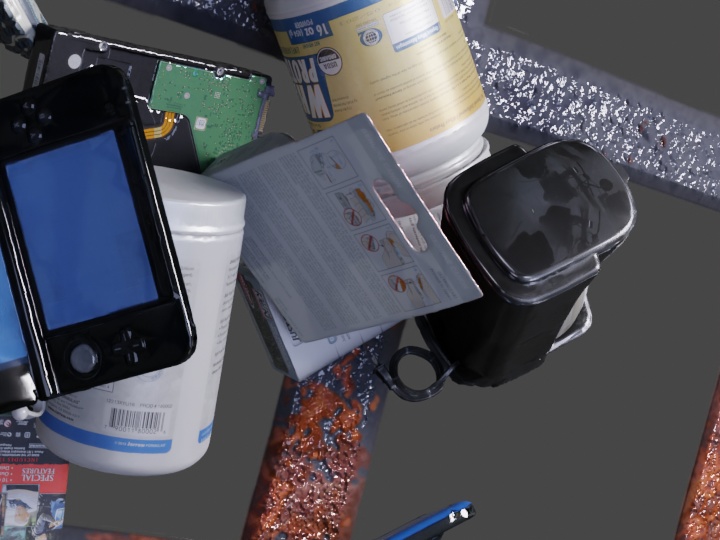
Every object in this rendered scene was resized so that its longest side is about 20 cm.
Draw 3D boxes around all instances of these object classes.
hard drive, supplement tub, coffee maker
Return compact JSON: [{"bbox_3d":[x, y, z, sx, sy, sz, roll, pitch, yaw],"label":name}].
[{"bbox_3d":[-0.166,-0.100,0.998,0.199,0.038,0.141,5,106,-40],"label":"hard drive"},{"bbox_3d":[0.020,-0.157,1.059,0.144,0.144,0.201,-29,110,-21],"label":"supplement tub"},{"bbox_3d":[-0.159,0.033,0.944,0.131,0.132,0.202,5,103,-28],"label":"supplement tub"},{"bbox_3d":[0.112,0.012,1.021,0.134,0.200,0.192,35,71,13],"label":"coffee maker"}]

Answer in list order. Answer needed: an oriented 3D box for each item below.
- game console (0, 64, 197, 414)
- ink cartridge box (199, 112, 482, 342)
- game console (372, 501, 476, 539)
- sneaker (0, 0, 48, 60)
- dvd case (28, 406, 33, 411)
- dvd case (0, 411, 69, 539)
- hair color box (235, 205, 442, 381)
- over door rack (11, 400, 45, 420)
[{"bbox_3d":[-0.220,-0.015,0.824,0.174,0.116,0.202,-15,90,17],"label":"game console"},{"bbox_3d":[-0.014,-0.035,0.967,0.161,0.199,0.047,55,47,-17],"label":"ink cartridge box"},{"bbox_3d":[0.014,0.303,1.150,0.199,0.171,0.119,-23,81,-23],"label":"game console"},{"bbox_3d":[-0.261,-0.247,0.936,0.086,0.077,0.201,-39,116,-25],"label":"sneaker"},{"bbox_3d":[-0.233,0.031,1.012,0.200,0.025,0.151,38,73,-25],"label":"dvd case"},{"bbox_3d":[-0.303,0.208,1.015,0.145,0.022,0.202,4,95,-29],"label":"dvd case"},{"bbox_3d":[0.000,0.000,1.122,0.199,0.060,0.100,-30,110,-22],"label":"hair color box"},{"bbox_3d":[-0.319,0.028,0.900,0.146,0.067,0.202,-15,101,19],"label":"over door rack"}]
